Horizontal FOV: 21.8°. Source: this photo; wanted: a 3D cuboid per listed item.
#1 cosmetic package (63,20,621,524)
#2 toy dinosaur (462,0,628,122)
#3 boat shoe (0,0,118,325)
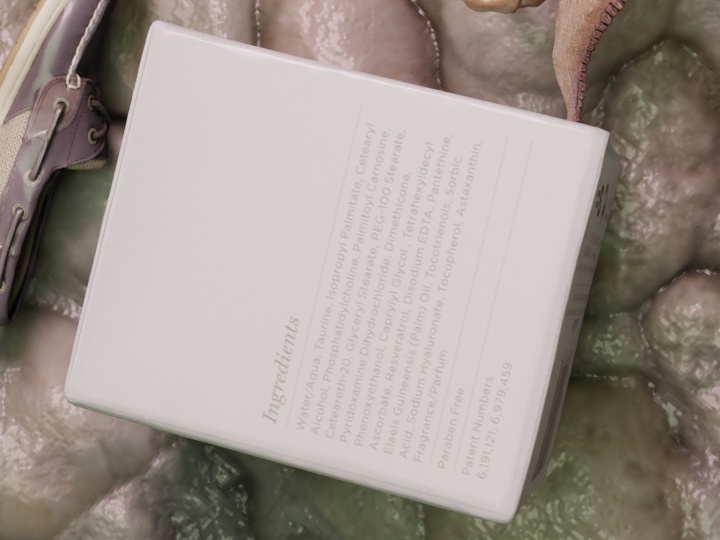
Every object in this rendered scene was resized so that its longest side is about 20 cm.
[{"bbox_3d":[0.000,0.000,0.834,0.198,0.167,0.168,14,92,9],"label":"cosmetic package"},{"bbox_3d":[0.114,-0.171,0.837,0.134,0.086,0.202,-6,70,26],"label":"toy dinosaur"},{"bbox_3d":[-0.153,-0.067,0.916,0.064,0.072,0.201,28,92,-3],"label":"boat shoe"}]
